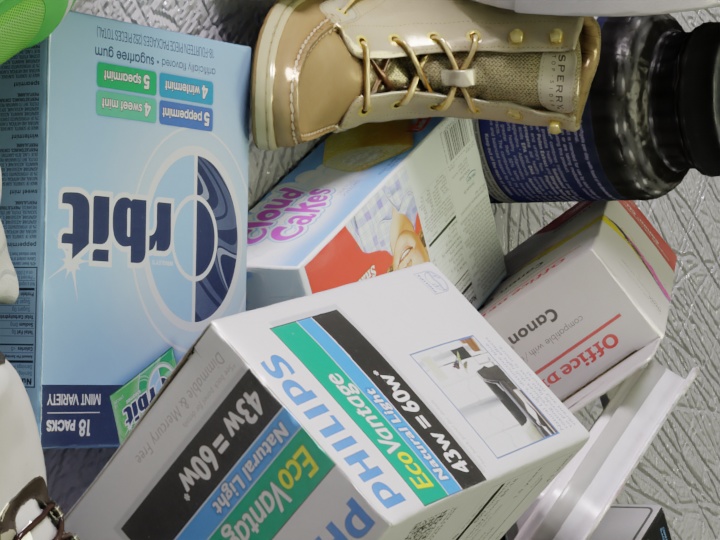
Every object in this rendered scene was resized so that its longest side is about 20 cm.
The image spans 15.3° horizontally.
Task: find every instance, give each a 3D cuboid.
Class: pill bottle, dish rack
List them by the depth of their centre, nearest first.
[{"bbox_3d":[0.105,0.135,1.455,0.172,0.044,0.200,-58,174,32],"label":"dish rack"},{"bbox_3d":[0.125,-0.094,1.527,0.112,0.200,0.112,0,91,-60],"label":"pill bottle"}]

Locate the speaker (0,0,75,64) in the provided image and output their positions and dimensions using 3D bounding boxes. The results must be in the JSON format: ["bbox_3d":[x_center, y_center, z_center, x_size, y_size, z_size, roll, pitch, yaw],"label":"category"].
[{"bbox_3d":[-0.195,-0.101,1.102,0.200,0.088,0.089,-44,127,-50],"label":"speaker"}]

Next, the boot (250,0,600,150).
[{"bbox_3d":[0.037,-0.103,1.396,0.200,0.155,0.073,-42,139,-65],"label":"boot"}]

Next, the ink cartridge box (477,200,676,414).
[{"bbox_3d":[0.110,0.027,1.514,0.068,0.116,0.200,51,17,-7],"label":"ink cartridge box"}]

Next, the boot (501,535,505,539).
[{"bbox_3d":[0.031,0.166,1.505,0.162,0.073,0.199,-5,96,-65],"label":"boot"}]

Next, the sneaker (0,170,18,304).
[{"bbox_3d":[-0.199,0.037,1.117,0.200,0.075,0.081,-58,146,-41],"label":"sneaker"}]

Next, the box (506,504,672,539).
[{"bbox_3d":[0.097,0.215,1.566,0.200,0.116,0.060,-47,127,-47],"label":"box"}]

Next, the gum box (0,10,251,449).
[{"bbox_3d":[-0.115,-0.016,1.276,0.170,0.044,0.200,5,86,-60],"label":"gum box"}]

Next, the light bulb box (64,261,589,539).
[{"bbox_3d":[-0.030,0.117,1.251,0.198,0.125,0.200,-51,162,26],"label":"light bulb box"}]

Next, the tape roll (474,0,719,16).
[{"bbox_3d":[0.138,-0.227,1.420,0.203,0.202,0.139,-33,126,-54],"label":"tape roll"}]

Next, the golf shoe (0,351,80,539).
[{"bbox_3d":[-0.142,0.121,1.136,0.078,0.094,0.200,-43,144,-47],"label":"golf shoe"}]

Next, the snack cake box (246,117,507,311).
[{"bbox_3d":[0.000,0.000,1.448,0.200,0.067,0.115,-46,130,-49],"label":"snack cake box"}]
